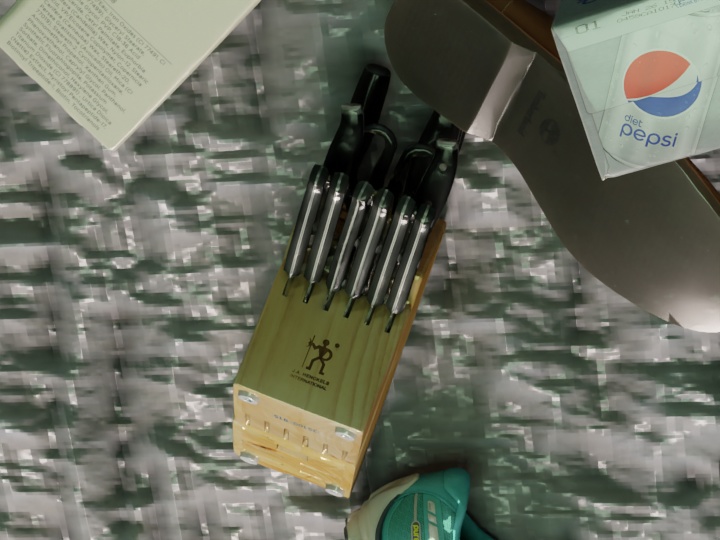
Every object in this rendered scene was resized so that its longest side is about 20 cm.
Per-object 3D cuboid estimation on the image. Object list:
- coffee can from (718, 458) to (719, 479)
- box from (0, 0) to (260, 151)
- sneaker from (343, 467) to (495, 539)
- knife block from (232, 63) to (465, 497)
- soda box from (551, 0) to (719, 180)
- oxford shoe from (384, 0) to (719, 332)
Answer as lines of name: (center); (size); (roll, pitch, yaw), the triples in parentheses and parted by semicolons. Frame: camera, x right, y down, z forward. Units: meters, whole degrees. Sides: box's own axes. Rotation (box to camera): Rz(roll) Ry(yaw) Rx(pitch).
coffee can: (0.239, 0.011, 0.894); (0.146, 0.146, 0.201); (10, 116, 8)
box: (-0.068, -0.151, 0.938); (0.082, 0.068, 0.200); (45, 115, -9)
sneaker: (0.071, 0.186, 1.056); (0.080, 0.078, 0.200); (-31, 104, 14)
knife block: (0.000, 0.000, 1.003); (0.064, 0.176, 0.200); (21, 162, 4)
soda box: (0.126, -0.104, 0.839); (0.068, 0.200, 0.064); (-15, 108, 18)
oxford shoe: (0.104, -0.058, 0.915); (0.200, 0.071, 0.071); (47, 129, 12)
